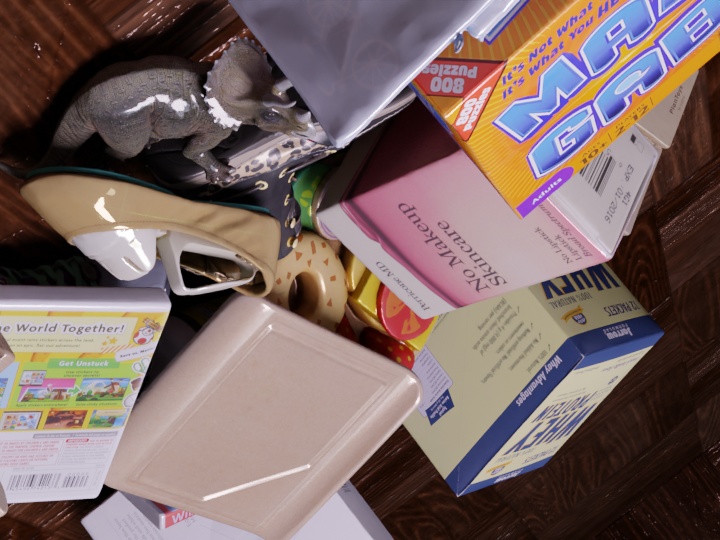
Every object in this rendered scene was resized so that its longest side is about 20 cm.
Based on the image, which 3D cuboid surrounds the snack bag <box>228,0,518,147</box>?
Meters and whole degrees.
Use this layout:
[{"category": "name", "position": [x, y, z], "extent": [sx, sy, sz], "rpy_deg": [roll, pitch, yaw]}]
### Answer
[{"category": "snack bag", "position": [0.010, -0.188, 0.892], "extent": [0.200, 0.189, 0.021], "rpy_deg": [-44, 156, 15]}]

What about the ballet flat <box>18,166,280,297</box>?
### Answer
[{"category": "ballet flat", "position": [-0.123, -0.020, 1.053], "extent": [0.199, 0.064, 0.068], "rpy_deg": [10, 162, -44]}]

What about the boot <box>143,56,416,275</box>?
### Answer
[{"category": "boot", "position": [-0.052, -0.076, 1.165], "extent": [0.199, 0.073, 0.151], "rpy_deg": [-27, 154, -17]}]

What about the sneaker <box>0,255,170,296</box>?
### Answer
[{"category": "sneaker", "position": [-0.213, 0.024, 1.120], "extent": [0.199, 0.075, 0.088], "rpy_deg": [-27, 150, -24]}]

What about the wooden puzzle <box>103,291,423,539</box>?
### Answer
[{"category": "wooden puzzle", "position": [-0.075, 0.111, 1.252], "extent": [0.185, 0.037, 0.200], "rpy_deg": [-47, 133, 14]}]

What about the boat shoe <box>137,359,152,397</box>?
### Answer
[{"category": "boat shoe", "position": [-0.190, 0.078, 1.268], "extent": [0.068, 0.072, 0.201], "rpy_deg": [-21, 145, -32]}]

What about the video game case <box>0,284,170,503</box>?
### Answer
[{"category": "video game case", "position": [-0.241, 0.084, 1.102], "extent": [0.199, 0.023, 0.183], "rpy_deg": [2, 129, -32]}]

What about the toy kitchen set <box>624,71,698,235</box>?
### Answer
[{"category": "toy kitchen set", "position": [0.139, -0.153, 1.338], "extent": [0.163, 0.180, 0.201], "rpy_deg": [32, 74, -29]}]

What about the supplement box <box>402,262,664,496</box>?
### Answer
[{"category": "supplement box", "position": [0.120, 0.055, 1.511], "extent": [0.134, 0.200, 0.200], "rpy_deg": [-11, 146, -48]}]

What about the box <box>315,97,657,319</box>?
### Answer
[{"category": "box", "position": [0.087, -0.062, 1.195], "extent": [0.199, 0.128, 0.109], "rpy_deg": [-21, -148, 49]}]

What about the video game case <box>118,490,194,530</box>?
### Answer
[{"category": "video game case", "position": [-0.121, 0.132, 1.378], "extent": [0.199, 0.143, 0.018], "rpy_deg": [-22, 130, -35]}]

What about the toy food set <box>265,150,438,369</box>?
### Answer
[{"category": "toy food set", "position": [0.000, 0.000, 1.301], "extent": [0.200, 0.049, 0.199], "rpy_deg": [38, 73, -37]}]

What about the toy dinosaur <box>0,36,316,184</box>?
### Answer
[{"category": "toy dinosaur", "position": [-0.126, -0.100, 1.028], "extent": [0.198, 0.077, 0.103], "rpy_deg": [-1, 148, -4]}]

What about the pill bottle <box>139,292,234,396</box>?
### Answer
[{"category": "pill bottle", "position": [-0.082, 0.071, 1.349], "extent": [0.199, 0.113, 0.113], "rpy_deg": [-17, 150, -41]}]

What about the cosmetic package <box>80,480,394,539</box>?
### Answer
[{"category": "cosmetic package", "position": [-0.103, 0.238, 1.504], "extent": [0.200, 0.200, 0.123], "rpy_deg": [-38, 170, 2]}]

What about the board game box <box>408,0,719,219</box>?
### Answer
[{"category": "board game box", "position": [0.091, -0.190, 0.991], "extent": [0.200, 0.200, 0.200], "rpy_deg": [-40, 158, 4]}]

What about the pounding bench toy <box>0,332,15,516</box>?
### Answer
[{"category": "pounding bench toy", "position": [-0.277, 0.050, 0.900], "extent": [0.124, 0.200, 0.156], "rpy_deg": [-38, 159, 2]}]
